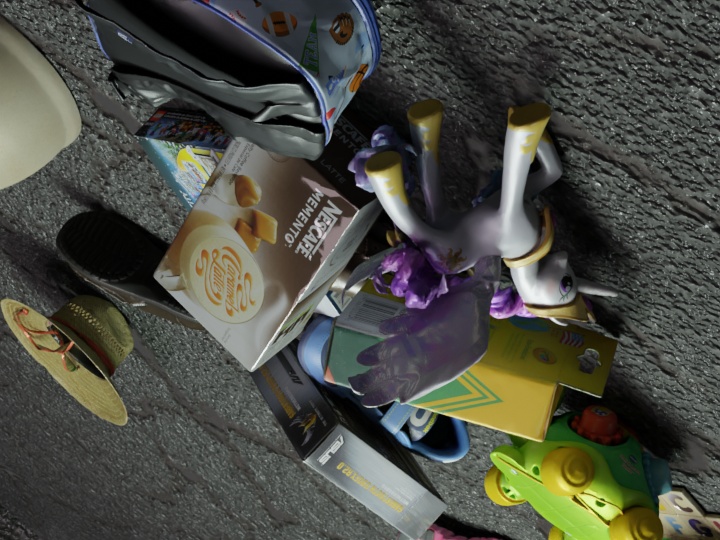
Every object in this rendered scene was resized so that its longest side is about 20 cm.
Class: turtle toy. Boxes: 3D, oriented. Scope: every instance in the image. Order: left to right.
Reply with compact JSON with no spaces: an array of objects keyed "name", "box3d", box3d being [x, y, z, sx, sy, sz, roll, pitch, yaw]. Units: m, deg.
[{"name":"turtle toy","box3d":[0.172,0.153,1.431,0.200,0.101,0.146,42,157,-9]}]

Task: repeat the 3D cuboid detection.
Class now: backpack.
[{"name":"backpack","box3d":[-0.079,-0.167,1.137,0.190,0.154,0.200,35,169,14]}]

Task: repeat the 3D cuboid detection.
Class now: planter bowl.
[{"name":"planter bowl","box3d":[-0.378,-0.146,1.636,0.200,0.135,0.200,31,156,15]}]

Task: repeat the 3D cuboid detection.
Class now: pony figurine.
[{"name":"pony figurine","box3d":[0.066,-0.015,1.190,0.167,0.192,0.200,-100,-9,-51]}]

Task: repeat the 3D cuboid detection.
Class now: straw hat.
[{"name":"straw hat","box3d":[-0.312,0.077,2.022,0.201,0.085,0.201,35,155,19]}]

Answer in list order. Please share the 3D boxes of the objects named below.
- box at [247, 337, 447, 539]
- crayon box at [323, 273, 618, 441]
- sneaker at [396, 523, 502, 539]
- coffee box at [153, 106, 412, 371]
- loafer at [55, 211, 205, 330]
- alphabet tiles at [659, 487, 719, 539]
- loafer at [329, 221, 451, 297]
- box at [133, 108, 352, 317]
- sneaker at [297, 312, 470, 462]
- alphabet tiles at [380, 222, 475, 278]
[{"name":"box","box3d":[-0.020,0.144,1.623,0.158,0.048,0.200,40,-173,-35]},{"name":"crayon box","box3d":[0.085,0.065,1.305,0.199,0.127,0.051,15,110,10]},{"name":"sneaker","box3d":[0.132,0.322,1.871,0.200,0.079,0.095,17,172,41]},{"name":"coffee box","box3d":[-0.062,-0.035,1.332,0.114,0.080,0.200,43,132,8]},{"name":"loafer","box3d":[-0.223,0.011,1.778,0.200,0.073,0.071,30,154,18]},{"name":"alphabet tiles","box3d":[0.306,0.254,1.547,0.200,0.006,0.166,47,156,-21]},{"name":"loafer","box3d":[0.000,0.000,1.414,0.200,0.071,0.073,39,154,10]},{"name":"box","box3d":[-0.094,-0.049,1.513,0.136,0.038,0.200,14,145,49]},{"name":"sneaker","box3d":[0.028,0.105,1.566,0.200,0.074,0.082,39,178,-33]},{"name":"alphabet tiles","box3d":[0.052,0.019,1.480,0.167,0.008,0.200,49,154,-24]}]
